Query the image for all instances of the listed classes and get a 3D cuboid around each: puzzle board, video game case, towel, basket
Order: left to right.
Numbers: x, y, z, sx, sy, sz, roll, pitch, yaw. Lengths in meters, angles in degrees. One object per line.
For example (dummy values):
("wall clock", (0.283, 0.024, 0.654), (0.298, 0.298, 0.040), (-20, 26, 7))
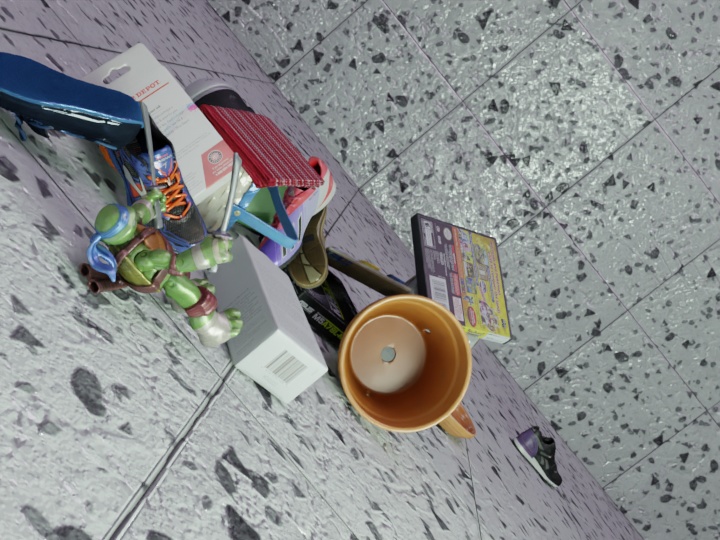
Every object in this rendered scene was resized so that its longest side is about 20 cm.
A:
("basket", (-0.183, -0.122, 1.327), (0.200, 0.139, 0.177), (33, 19, -39))
("towel", (-0.134, -0.167, 1.272), (0.145, 0.022, 0.200), (50, 18, 10))
("puzzle board", (0.000, 0.000, 1.557), (0.150, 0.017, 0.200), (29, -8, -7))
("video game case", (0.169, 0.014, 1.552), (0.180, 0.025, 0.201), (15, 56, -31))

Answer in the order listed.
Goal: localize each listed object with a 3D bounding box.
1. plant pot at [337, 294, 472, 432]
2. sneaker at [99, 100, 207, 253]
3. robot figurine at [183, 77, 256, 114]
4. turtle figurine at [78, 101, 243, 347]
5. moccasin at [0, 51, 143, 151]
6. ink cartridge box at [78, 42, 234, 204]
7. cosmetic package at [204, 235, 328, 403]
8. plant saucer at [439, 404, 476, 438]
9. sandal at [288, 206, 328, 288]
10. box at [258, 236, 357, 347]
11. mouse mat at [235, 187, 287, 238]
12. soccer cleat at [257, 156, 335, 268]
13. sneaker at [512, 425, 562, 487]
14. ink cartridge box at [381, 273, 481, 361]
("plant pot", (0.056, 0.135, 1.402), (0.200, 0.200, 0.140), (50, -8, -7))
("sneaker", (-0.240, -0.108, 1.072), (0.201, 0.075, 0.078), (57, -36, 0))
("robot figurine", (-0.237, -0.235, 1.579), (0.201, 0.125, 0.150), (54, 6, 19))
("turtle figurine", (-0.169, -0.030, 0.923), (0.194, 0.143, 0.201), (68, 36, -50))
("moccasin", (-0.329, -0.166, 0.972), (0.199, 0.068, 0.081), (18, 40, -31))
("ink cartridge box", (-0.261, -0.173, 1.167), (0.200, 0.116, 0.067), (52, -24, -2))
("cosmetic package", (-0.120, 0.057, 1.139), (0.101, 0.071, 0.200), (44, 11, -38))
("plant saucer", (0.158, 0.260, 1.854), (0.200, 0.037, 0.200), (49, 10, -11))
("sandal", (-0.083, -0.046, 1.466), (0.054, 0.080, 0.201), (67, 11, -52))
("box", (-0.074, 0.036, 1.540), (0.193, 0.047, 0.200), (45, 11, -39))
("mouse mat", (-0.152, -0.118, 1.493), (0.199, 0.008, 0.162), (30, 47, -36))
("soccer cleat", (-0.107, -0.087, 1.421), (0.068, 0.201, 0.073), (20, -27, 27))
("sneaker", (0.497, 0.496, 2.454), (0.200, 0.087, 0.076), (48, 9, -24))
("ink cartridge box", (0.112, 0.093, 1.618), (0.147, 0.200, 0.146), (51, 47, -2))
